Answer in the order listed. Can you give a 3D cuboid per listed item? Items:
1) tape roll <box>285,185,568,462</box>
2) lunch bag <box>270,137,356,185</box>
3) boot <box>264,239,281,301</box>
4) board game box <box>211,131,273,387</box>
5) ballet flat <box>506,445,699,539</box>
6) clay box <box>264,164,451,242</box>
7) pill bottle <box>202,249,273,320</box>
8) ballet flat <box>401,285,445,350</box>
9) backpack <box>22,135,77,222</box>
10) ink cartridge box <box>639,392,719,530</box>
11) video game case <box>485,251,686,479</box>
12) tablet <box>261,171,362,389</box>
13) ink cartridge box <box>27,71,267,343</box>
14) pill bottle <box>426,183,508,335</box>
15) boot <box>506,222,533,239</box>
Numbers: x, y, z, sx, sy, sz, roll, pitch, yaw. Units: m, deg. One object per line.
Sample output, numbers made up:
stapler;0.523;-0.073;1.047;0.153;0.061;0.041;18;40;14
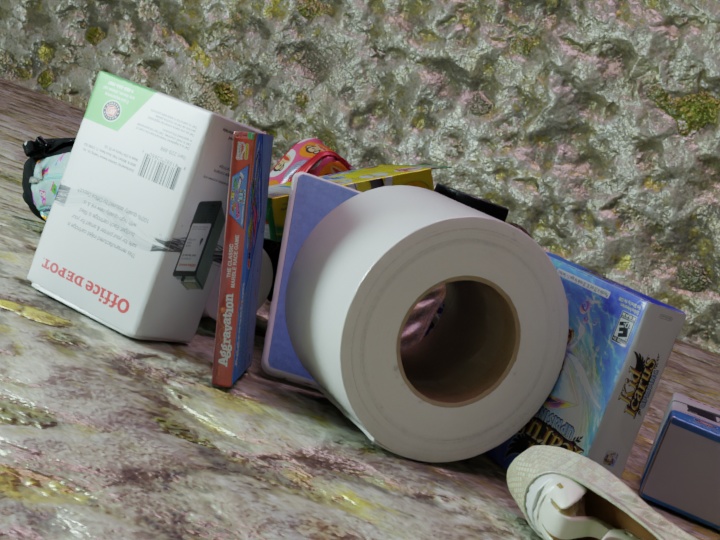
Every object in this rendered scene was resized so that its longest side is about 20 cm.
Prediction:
tape roll;0.052;0.040;1.005;0.202;0.204;0.139;17;6;-25
lunch bag;-0.053;-0.048;1.532;0.200;0.176;0.082;42;-1;-36
boot;-0.113;0.000;1.333;0.201;0.069;0.174;57;-26;-5
board game box;-0.096;-0.013;1.000;0.019;0.201;0.103;6;6;2
ballet flat;0.165;0.176;0.831;0.062;0.068;0.200;-1;19;-45
clay box;-0.014;-0.072;1.222;0.199;0.048;0.115;-11;11;-23
pill bottle;-0.171;-0.018;1.209;0.110;0.111;0.200;14;8;-40
ballet flat;0.068;0.032;1.242;0.067;0.200;0.068;40;-19;-17
backpack;-0.273;-0.089;1.370;0.166;0.127;0.199;-2;4;-40
ink cartridge box;0.355;0.191;1.178;0.144;0.084;0.200;21;6;14
video game case;0.168;0.089;1.029;0.045;0.182;0.200;16;7;-25
tablet;-0.018;0.015;1.117;0.130;0.201;0.014;18;-26;-21
ink cartridge box;-0.189;-0.054;1.070;0.145;0.201;0.084;24;5;31
pill bottle;0.090;0.012;1.339;0.111;0.201;0.112;19;6;-2
boot;0.142;0.031;1.219;0.097;0.201;0.075;19;-37;-41
